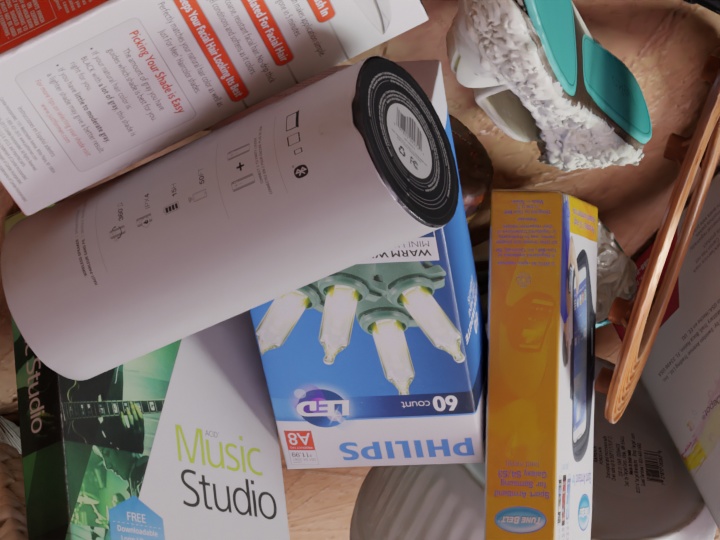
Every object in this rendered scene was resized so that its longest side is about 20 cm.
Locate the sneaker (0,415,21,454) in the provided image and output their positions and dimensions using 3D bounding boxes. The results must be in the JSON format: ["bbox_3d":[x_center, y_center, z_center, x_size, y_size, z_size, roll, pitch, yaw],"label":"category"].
[{"bbox_3d":[-0.129,0.100,1.534,0.200,0.078,0.082,21,104,-46],"label":"sneaker"}]

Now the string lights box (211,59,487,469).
[{"bbox_3d":[0.000,0.000,1.384,0.102,0.059,0.200,-3,128,12],"label":"string lights box"}]

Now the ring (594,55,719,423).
[{"bbox_3d":[0.153,-0.020,1.461,0.019,0.201,0.201,20,145,10],"label":"ring"}]

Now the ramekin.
[{"bbox_3d":[0.102,0.130,1.605,0.200,0.200,0.105,-4,132,-29],"label":"ramekin"}]

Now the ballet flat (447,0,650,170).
[{"bbox_3d":[0.078,-0.095,1.365,0.072,0.072,0.200,-30,148,9],"label":"ballet flat"}]

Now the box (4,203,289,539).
[{"bbox_3d":[-0.098,0.076,1.386,0.036,0.201,0.144,-25,154,38],"label":"box"}]

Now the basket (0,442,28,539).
[{"bbox_3d":[-0.164,0.217,1.442,0.200,0.161,0.198,-39,135,23],"label":"basket"}]

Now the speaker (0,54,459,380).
[{"bbox_3d":[-0.061,-0.021,1.287,0.200,0.081,0.081,-24,151,27],"label":"speaker"}]

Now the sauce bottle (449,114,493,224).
[{"bbox_3d":[-0.008,0.003,1.469,0.066,0.066,0.200,3,140,-36],"label":"sauce bottle"}]

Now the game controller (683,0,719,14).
[{"bbox_3d":[0.214,-0.104,1.351,0.200,0.104,0.042,26,106,0],"label":"game controller"}]

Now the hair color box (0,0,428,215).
[{"bbox_3d":[-0.082,-0.114,1.251,0.200,0.064,0.111,-25,148,3],"label":"hair color box"}]

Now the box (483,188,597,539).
[{"bbox_3d":[0.091,0.063,1.454,0.041,0.201,0.119,-1,178,13],"label":"box"}]

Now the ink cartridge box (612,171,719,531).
[{"bbox_3d":[0.258,0.054,1.586,0.144,0.200,0.145,9,135,-41],"label":"ink cartridge box"}]

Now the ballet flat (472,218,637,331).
[{"bbox_3d":[0.049,0.022,1.543,0.200,0.072,0.072,-24,148,-7],"label":"ballet flat"}]
